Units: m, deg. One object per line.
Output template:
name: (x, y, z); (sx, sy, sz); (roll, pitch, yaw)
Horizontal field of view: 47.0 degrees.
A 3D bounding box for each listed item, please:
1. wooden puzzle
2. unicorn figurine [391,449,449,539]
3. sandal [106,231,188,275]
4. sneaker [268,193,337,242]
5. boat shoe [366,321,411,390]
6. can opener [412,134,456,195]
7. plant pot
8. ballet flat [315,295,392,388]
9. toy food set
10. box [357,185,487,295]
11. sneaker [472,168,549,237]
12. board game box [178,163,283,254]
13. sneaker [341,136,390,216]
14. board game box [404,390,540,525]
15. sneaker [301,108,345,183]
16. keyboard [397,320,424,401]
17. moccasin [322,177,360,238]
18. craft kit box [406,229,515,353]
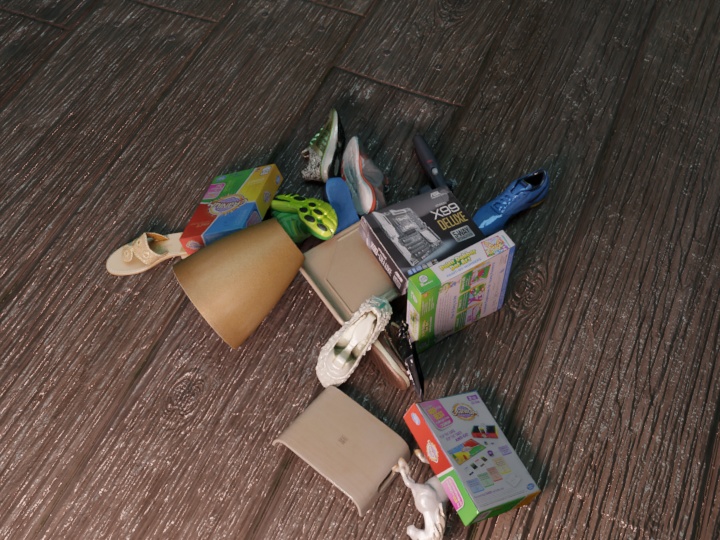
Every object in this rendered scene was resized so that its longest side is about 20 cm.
wooden puzzle: (0.000, 0.000, 1.533); (0.198, 0.038, 0.186); (-28, 57, -20)
unicorn figurine: (0.113, 0.355, 1.330); (0.199, 0.074, 0.138); (-33, 72, -25)
sandal: (-0.404, -0.053, 1.627); (0.208, 0.070, 0.079); (-11, 56, -5)
sneaker: (-0.107, -0.094, 1.613); (0.073, 0.085, 0.199); (-26, 32, -29)
boat shoe: (0.042, 0.121, 1.489); (0.074, 0.075, 0.203); (-32, 60, -15)
can opener: (0.145, -0.207, 1.713); (0.077, 0.064, 0.203); (-12, 57, -5)
plant pot: (-0.202, 0.003, 1.480); (0.199, 0.187, 0.187); (-39, 61, -2)
ballet flat: (-0.019, 0.127, 1.427); (0.072, 0.071, 0.201); (43, 109, 27)
toy food set: (-0.031, 0.300, 1.393); (0.199, 0.061, 0.143); (34, 52, 20)
box: (0.118, -0.060, 1.523); (0.197, 0.050, 0.159); (-21, 62, -26)
sneaker: (0.297, -0.140, 1.656); (0.198, 0.079, 0.066); (-33, 63, -17)
board game box: (-0.252, -0.122, 1.627); (0.151, 0.041, 0.202); (-9, 39, 25)
sneaker: (0.016, -0.188, 1.715); (0.081, 0.077, 0.203); (6, 54, -28)
board game box: (0.179, 0.296, 1.339); (0.151, 0.041, 0.201); (-2, 49, -39)
sneaker: (-0.084, -0.268, 1.762); (0.087, 0.077, 0.203); (0, 53, 12)
keyboard: (0.084, 0.143, 1.385); (0.020, 0.200, 0.129); (-14, 90, 4)
moccasin: (-0.030, -0.080, 1.627); (0.079, 0.068, 0.204); (-4, 78, -16)
craft kit box: (0.173, 0.042, 1.465); (0.195, 0.201, 0.049); (-29, 59, -18)
